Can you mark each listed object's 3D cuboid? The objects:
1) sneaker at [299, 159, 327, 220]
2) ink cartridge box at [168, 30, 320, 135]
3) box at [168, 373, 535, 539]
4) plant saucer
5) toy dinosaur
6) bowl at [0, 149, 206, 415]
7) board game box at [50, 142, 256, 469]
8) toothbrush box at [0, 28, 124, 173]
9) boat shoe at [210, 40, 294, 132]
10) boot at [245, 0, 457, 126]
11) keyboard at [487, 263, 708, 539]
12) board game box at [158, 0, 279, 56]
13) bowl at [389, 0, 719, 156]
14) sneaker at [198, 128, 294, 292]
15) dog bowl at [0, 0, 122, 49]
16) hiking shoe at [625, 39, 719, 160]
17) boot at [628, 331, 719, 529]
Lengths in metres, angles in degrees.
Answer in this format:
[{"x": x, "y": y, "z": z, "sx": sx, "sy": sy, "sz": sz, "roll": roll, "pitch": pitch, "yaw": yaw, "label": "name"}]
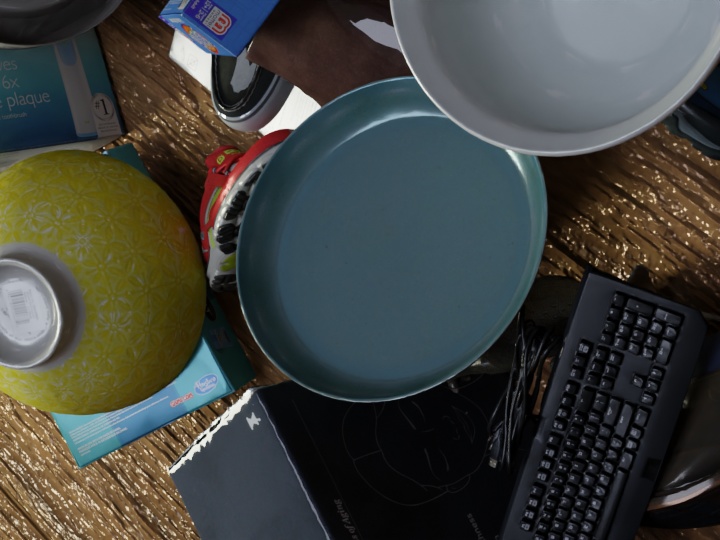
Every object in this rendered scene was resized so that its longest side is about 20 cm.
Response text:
[{"x": 0.000, "y": 0.000, "z": 1.241, "sx": 0.200, "sy": 0.091, "sz": 0.076, "roll": 95, "pitch": 176, "yaw": -58, "label": "sneaker"}, {"x": -0.053, "y": -0.144, "z": 1.303, "sx": 0.200, "sy": 0.039, "sz": 0.100, "roll": 42, "pitch": 127, "yaw": 34, "label": "ink cartridge box"}, {"x": 0.021, "y": 0.162, "z": 1.182, "sx": 0.124, "sy": 0.196, "sz": 0.200, "roll": -43, "pitch": 68, "yaw": 43, "label": "box"}, {"x": 0.020, "y": -0.017, "z": 1.102, "sx": 0.200, "sy": 0.027, "sz": 0.200, "roll": -10, "pitch": 67, "yaw": 24, "label": "plant saucer"}, {"x": 0.103, "y": 0.032, "z": 1.115, "sx": 0.102, "sy": 0.200, "sz": 0.077, "roll": 110, "pitch": 160, "yaw": -59, "label": "toy dinosaur"}, {"x": -0.222, "y": 0.018, "z": 1.342, "sx": 0.200, "sy": 0.108, "sz": 0.200, "roll": 4, "pitch": 103, "yaw": 19, "label": "bowl"}, {"x": -0.191, "y": 0.027, "z": 1.417, "sx": 0.151, "sy": 0.047, "sz": 0.200, "roll": -27, "pitch": 92, "yaw": 23, "label": "board game box"}, {"x": -0.288, "y": -0.180, "z": 1.465, "sx": 0.085, "sy": 0.146, "sz": 0.200, "roll": -23, "pitch": 82, "yaw": 47, "label": "toothbrush box"}, {"x": -0.071, "y": -0.194, "z": 1.247, "sx": 0.069, "sy": 0.057, "sz": 0.200, "roll": 7, "pitch": 83, "yaw": 35, "label": "boat shoe"}, {"x": 0.032, "y": -0.138, "z": 1.139, "sx": 0.166, "sy": 0.072, "sz": 0.200, "roll": 35, "pitch": 140, "yaw": -9, "label": "boot"}, {"x": 0.117, "y": 0.098, "z": 1.062, "sx": 0.104, "sy": 0.040, "sz": 0.200, "roll": 22, "pitch": 113, "yaw": 17, "label": "keyboard"}, {"x": -0.041, "y": -0.222, "z": 1.141, "sx": 0.200, "sy": 0.045, "sz": 0.152, "roll": -54, "pitch": 13, "yaw": 0, "label": "board game box"}, {"x": 0.122, "y": -0.155, "z": 0.980, "sx": 0.201, "sy": 0.090, "sz": 0.201, "roll": -1, "pitch": 88, "yaw": 31, "label": "bowl"}, {"x": -0.082, "y": -0.053, "z": 1.302, "sx": 0.200, "sy": 0.077, "sz": 0.085, "roll": 124, "pitch": 130, "yaw": -61, "label": "sneaker"}, {"x": -0.260, "y": -0.254, "z": 1.389, "sx": 0.059, "sy": 0.200, "sz": 0.200, "roll": 153, "pitch": 101, "yaw": -69, "label": "dog bowl"}, {"x": 0.177, "y": -0.154, "z": 1.032, "sx": 0.087, "sy": 0.074, "sz": 0.200, "roll": -36, "pitch": 77, "yaw": 39, "label": "hiking shoe"}, {"x": 0.208, "y": 0.090, "z": 1.080, "sx": 0.200, "sy": 0.075, "sz": 0.097, "roll": -27, "pitch": 58, "yaw": 51, "label": "boot"}]
